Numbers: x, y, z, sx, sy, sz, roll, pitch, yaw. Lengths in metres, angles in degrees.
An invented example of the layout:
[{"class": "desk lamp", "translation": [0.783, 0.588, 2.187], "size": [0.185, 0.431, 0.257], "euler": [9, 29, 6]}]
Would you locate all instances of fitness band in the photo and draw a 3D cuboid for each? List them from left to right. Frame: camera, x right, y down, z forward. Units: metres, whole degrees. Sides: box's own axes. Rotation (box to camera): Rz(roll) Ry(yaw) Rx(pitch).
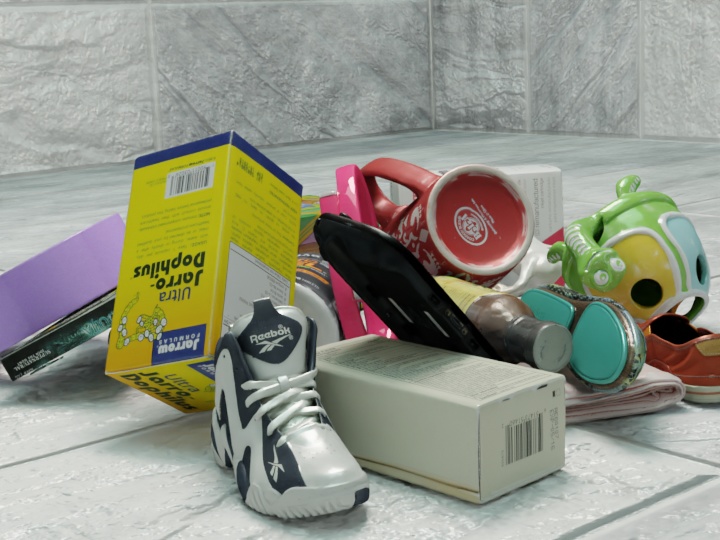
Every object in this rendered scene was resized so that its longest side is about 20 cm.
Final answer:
[{"class": "fitness band", "translation": [0.000, 0.000, 1.189], "size": [0.037, 0.202, 0.144], "euler": [-12, -22, 8]}]

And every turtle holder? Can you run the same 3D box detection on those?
[{"class": "turtle holder", "translation": [0.276, -0.009, 1.266], "size": [0.140, 0.132, 0.186], "euler": [-33, -30, -1]}]

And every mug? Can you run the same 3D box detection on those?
[{"class": "mug", "translation": [0.069, -0.030, 1.262], "size": [0.176, 0.134, 0.200], "euler": [23, -17, -7]}]

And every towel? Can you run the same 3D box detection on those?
[{"class": "towel", "translation": [0.150, 0.092, 1.111], "size": [0.189, 0.033, 0.200], "euler": [-6, 12, -18]}]

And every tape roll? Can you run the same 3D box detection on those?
[{"class": "tape roll", "translation": [-0.316, 0.018, 1.286], "size": [0.199, 0.066, 0.200], "euler": [-29, 5, 3]}]

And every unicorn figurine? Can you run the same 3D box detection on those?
[{"class": "unicorn figurine", "translation": [0.184, -0.003, 1.410], "size": [0.137, 0.074, 0.200], "euler": [-32, 56, -9]}]

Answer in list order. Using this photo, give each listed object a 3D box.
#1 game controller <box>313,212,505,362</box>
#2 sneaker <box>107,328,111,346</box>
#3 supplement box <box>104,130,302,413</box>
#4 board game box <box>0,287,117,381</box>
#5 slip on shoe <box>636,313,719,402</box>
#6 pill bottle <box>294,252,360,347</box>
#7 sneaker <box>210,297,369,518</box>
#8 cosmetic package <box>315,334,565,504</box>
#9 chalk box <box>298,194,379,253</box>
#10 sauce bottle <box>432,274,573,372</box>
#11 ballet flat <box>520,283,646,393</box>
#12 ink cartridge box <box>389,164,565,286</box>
[{"class": "game controller", "translation": [0.043, 0.026, 1.000], "size": [0.104, 0.042, 0.200], "euler": [9, -29, 45]}, {"class": "sneaker", "translation": [-0.164, 0.051, 1.284], "size": [0.199, 0.076, 0.078], "euler": [-7, 8, -30]}, {"class": "supplement box", "translation": [-0.127, 0.004, 1.069], "size": [0.109, 0.202, 0.109], "euler": [-12, -29, 29]}, {"class": "board game box", "translation": [-0.245, 0.039, 1.223], "size": [0.135, 0.028, 0.200], "euler": [-28, 7, 14]}, {"class": "slip on shoe", "translation": [0.273, 0.066, 1.139], "size": [0.073, 0.062, 0.200], "euler": [-7, 10, -14]}, {"class": "pill bottle", "translation": [-0.057, 0.043, 1.211], "size": [0.105, 0.107, 0.200], "euler": [-1, 10, 8]}, {"class": "sneaker", "translation": [-0.056, 0.089, 0.901], "size": [0.079, 0.131, 0.199], "euler": [-8, 12, -18]}, {"class": "cosmetic package", "translation": [0.044, 0.104, 0.950], "size": [0.103, 0.074, 0.199], "euler": [-12, 14, -42]}, {"class": "chalk box", "translation": [-0.055, -0.019, 1.484], "size": [0.124, 0.125, 0.199], "euler": [8, 15, 42]}, {"class": "sauce bottle", "translation": [0.109, 0.048, 1.094], "size": [0.064, 0.065, 0.200], "euler": [-8, 13, -27]}, {"class": "ballet flat", "translation": [0.197, 0.056, 1.052], "size": [0.074, 0.075, 0.200], "euler": [-5, 17, -15]}, {"class": "ink cartridge box", "translation": [0.140, -0.047, 1.529], "size": [0.198, 0.149, 0.086], "euler": [-5, 9, -6]}]
